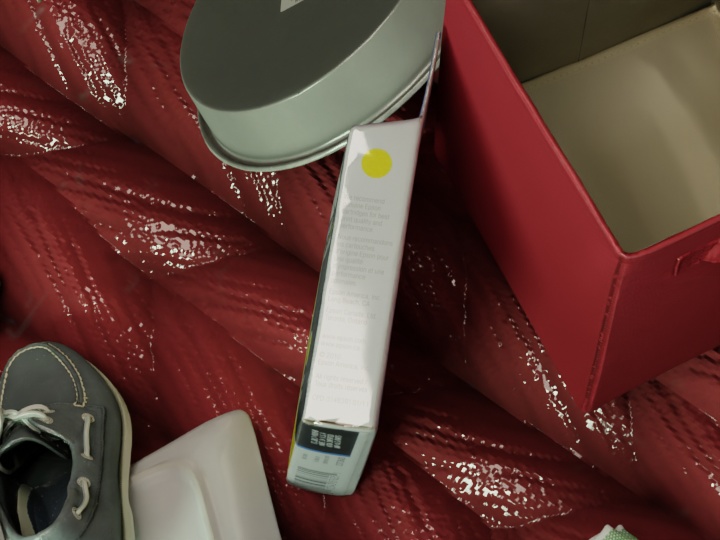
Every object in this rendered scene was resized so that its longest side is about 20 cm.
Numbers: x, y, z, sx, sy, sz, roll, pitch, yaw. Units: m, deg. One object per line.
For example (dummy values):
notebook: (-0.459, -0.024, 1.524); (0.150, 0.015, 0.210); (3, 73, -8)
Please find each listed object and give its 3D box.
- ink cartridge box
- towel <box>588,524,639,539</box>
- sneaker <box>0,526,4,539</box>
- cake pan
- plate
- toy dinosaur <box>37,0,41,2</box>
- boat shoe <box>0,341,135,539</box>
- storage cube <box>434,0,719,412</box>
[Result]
ink cartridge box: (0.000, 0.000, 1.353); (0.047, 0.198, 0.200); (8, 76, 0)
towel: (0.142, 0.238, 1.309); (0.149, 0.031, 0.200); (-40, 69, -14)
sneaker: (-0.261, 0.130, 1.400); (0.200, 0.082, 0.074); (24, 116, 47)
cake pan: (-0.019, -0.143, 1.438); (0.200, 0.037, 0.200); (-27, 40, 25)
plate: (-0.128, 0.187, 1.392); (0.200, 0.032, 0.200); (-28, 53, 14)
toy dinosaur: (-0.112, -0.214, 1.499); (0.135, 0.200, 0.086); (-6, 111, 10)
boat shoe: (-0.163, 0.095, 1.410); (0.073, 0.062, 0.200); (-30, 39, 9)
storage cube: (0.150, -0.068, 1.311); (0.171, 0.180, 0.200); (-23, 66, -13)
